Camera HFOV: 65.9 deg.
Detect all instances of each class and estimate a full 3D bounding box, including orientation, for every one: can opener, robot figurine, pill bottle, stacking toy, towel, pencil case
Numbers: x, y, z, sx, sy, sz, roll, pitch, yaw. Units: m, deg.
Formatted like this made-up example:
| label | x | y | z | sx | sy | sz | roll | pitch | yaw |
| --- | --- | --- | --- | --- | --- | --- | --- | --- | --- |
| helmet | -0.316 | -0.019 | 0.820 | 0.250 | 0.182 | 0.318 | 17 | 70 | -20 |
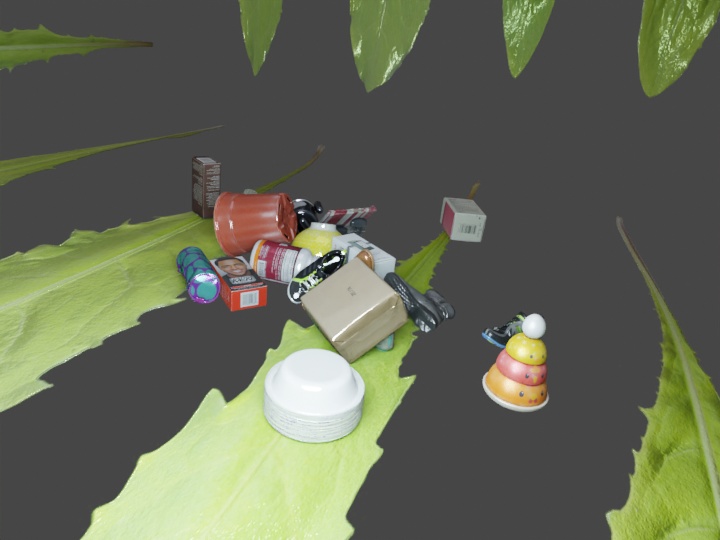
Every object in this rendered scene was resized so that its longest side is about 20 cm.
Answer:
| label | x | y | z | sx | sy | sz | roll | pitch | yaw |
| --- | --- | --- | --- | --- | --- | --- | --- | --- | --- |
| can opener | -0.069 | -0.161 | 1.999 | 0.197 | 0.068 | 0.053 | -3 | 25 | -30 |
| robot figurine | -0.207 | -0.172 | 1.911 | 0.148 | 0.127 | 0.201 | 3 | 25 | -9 |
| pill bottle | -0.205 | -0.015 | 1.580 | 0.197 | 0.115 | 0.113 | 12 | 24 | 8 |
| stacking toy | 0.350 | 0.185 | 1.191 | 0.144 | 0.203 | 0.147 | 6 | 24 | -2 |
| towel | -0.055 | -0.191 | 2.019 | 0.197 | 0.023 | 0.144 | -9 | -14 | -28 |
| pencil case | -0.438 | 0.010 | 1.487 | 0.085 | 0.093 | 0.200 | 33 | 6 | -35 |

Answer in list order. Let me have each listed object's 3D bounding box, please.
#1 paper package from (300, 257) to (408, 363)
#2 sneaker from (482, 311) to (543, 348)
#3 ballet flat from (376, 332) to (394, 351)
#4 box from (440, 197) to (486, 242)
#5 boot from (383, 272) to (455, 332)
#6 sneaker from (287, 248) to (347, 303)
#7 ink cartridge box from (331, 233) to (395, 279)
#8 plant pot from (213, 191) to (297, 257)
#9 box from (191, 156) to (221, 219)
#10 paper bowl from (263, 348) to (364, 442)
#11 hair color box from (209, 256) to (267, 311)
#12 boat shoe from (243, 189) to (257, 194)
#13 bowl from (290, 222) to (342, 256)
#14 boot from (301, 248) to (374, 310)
| label | x | y | z | sx | sy | sz | roll | pitch | yaw |
| --- | --- | --- | --- | --- | --- | --- | --- | --- | --- |
| paper package | -0.017 | 0.092 | 1.321 | 0.190 | 0.104 | 0.200 | -35 | 38 | -9 |
| sneaker | 0.395 | 0.147 | 1.435 | 0.197 | 0.084 | 0.071 | -6 | 26 | -27 |
| ballet flat | 0.023 | 0.128 | 1.390 | 0.067 | 0.065 | 0.200 | -6 | 27 | -33 |
| box | 0.398 | -0.201 | 2.176 | 0.126 | 0.111 | 0.201 | 4 | 24 | -6 |
| boot | 0.157 | 0.075 | 1.503 | 0.201 | 0.070 | 0.131 | 50 | 36 | 12 |
| sneaker | -0.118 | 0.007 | 1.481 | 0.072 | 0.200 | 0.083 | 47 | -7 | -2 |
| ink cartridge box | 0.000 | 0.000 | 1.568 | 0.083 | 0.148 | 0.199 | -12 | 30 | -35 |
| plant pot | -0.306 | -0.149 | 1.674 | 0.192 | 0.204 | 0.201 | -5 | 20 | 17 |
| box | -0.554 | -0.298 | 1.994 | 0.074 | 0.203 | 0.100 | -10 | 29 | -39 |
| paper bowl | -0.089 | 0.230 | 1.084 | 0.197 | 0.106 | 0.201 | 5 | 25 | -2 |
| hair color box | -0.334 | 0.032 | 1.501 | 0.100 | 0.062 | 0.200 | -9 | 28 | -30 |
| boat shoe | -0.377 | -0.227 | 2.066 | 0.074 | 0.063 | 0.200 | -11 | 45 | -45 |
| bowl | -0.118 | -0.091 | 1.713 | 0.197 | 0.110 | 0.200 | 6 | 5 | -1 |
| boot | -0.057 | 0.032 | 1.434 | 0.153 | 0.201 | 0.074 | -10 | 51 | -43 |
